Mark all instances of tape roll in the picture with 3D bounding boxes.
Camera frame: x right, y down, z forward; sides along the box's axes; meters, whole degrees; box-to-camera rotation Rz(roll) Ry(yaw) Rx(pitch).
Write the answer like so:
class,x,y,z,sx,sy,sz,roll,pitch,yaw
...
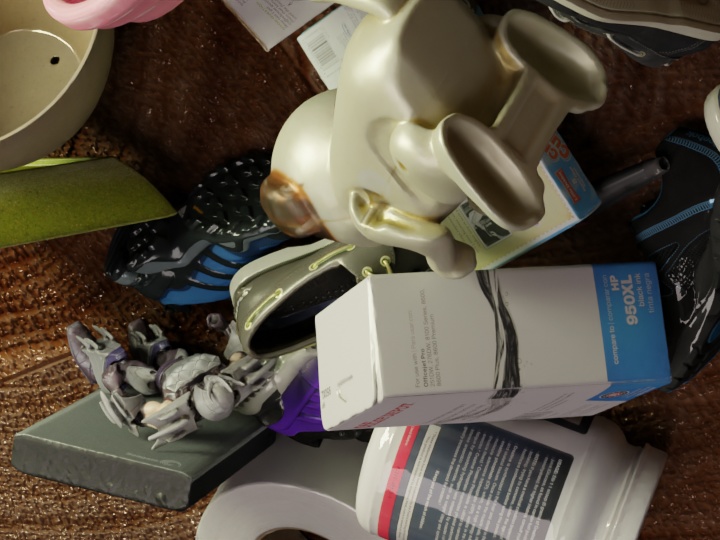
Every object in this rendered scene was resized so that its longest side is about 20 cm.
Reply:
class,x,y,z,sx,sy,sz,roll,pitch,yaw
tape roll,-0.030,0.224,1.634,0.201,0.071,0.203,14,133,16

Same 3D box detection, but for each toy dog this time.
class,x,y,z,sx,sy,sz,roll,pitch,yaw
toy dog,0.018,-0.077,1.224,0.193,0.140,0.200,31,149,-17

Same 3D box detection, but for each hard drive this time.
class,x,y,z,sx,sy,sz,roll,pitch,yaw
hard drive,-0.158,0.129,1.519,0.139,0.200,0.033,12,102,14

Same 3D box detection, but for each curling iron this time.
class,x,y,z,sx,sy,sz,roll,pitch,yaw
curling iron,0.134,-0.033,1.338,0.026,0.050,0.200,48,138,-14

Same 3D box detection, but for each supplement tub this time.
class,x,y,z,sx,sy,sz,roll,pitch,yaw
supplement tub,0.108,0.155,1.458,0.199,0.141,0.141,20,134,11

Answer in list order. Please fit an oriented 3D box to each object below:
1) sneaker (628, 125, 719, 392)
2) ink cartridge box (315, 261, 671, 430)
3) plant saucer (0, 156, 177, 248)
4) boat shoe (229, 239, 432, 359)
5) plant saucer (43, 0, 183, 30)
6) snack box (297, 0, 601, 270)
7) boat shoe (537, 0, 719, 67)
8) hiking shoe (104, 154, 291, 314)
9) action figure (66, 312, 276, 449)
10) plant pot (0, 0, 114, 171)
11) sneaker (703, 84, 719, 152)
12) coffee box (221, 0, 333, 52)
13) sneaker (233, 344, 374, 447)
class,x,y,z,sx,sy,sz,roll,pitch,yaw
sneaker,0.218,-0.008,1.329,0.082,0.073,0.201,32,133,24
ink cartridge box,0.082,0.052,1.324,0.199,0.085,0.145,-3,168,-16
plant saucer,-0.268,-0.050,1.440,0.199,0.199,0.048,1,100,42
boat shoe,0.001,0.002,1.400,0.201,0.061,0.072,-25,133,16
plant saucer,-0.118,-0.229,1.223,0.051,0.202,0.200,30,139,-31
snack box,0.056,-0.099,1.309,0.116,0.037,0.201,-30,94,41
boat shoe,0.133,-0.164,1.175,0.199,0.072,0.067,14,154,-38
hiking shoe,-0.092,-0.025,1.471,0.199,0.075,0.087,-17,141,36
action figure,-0.145,0.076,1.506,0.200,0.130,0.070,12,117,58
plant pot,-0.251,-0.148,1.375,0.199,0.201,0.135,14,165,16
sneaker,0.305,-0.067,1.225,0.199,0.075,0.085,31,133,-12
coffee box,0.002,-0.232,1.206,0.200,0.115,0.080,-30,110,40
sneaker,-0.005,0.077,1.506,0.099,0.070,0.200,38,140,-14
